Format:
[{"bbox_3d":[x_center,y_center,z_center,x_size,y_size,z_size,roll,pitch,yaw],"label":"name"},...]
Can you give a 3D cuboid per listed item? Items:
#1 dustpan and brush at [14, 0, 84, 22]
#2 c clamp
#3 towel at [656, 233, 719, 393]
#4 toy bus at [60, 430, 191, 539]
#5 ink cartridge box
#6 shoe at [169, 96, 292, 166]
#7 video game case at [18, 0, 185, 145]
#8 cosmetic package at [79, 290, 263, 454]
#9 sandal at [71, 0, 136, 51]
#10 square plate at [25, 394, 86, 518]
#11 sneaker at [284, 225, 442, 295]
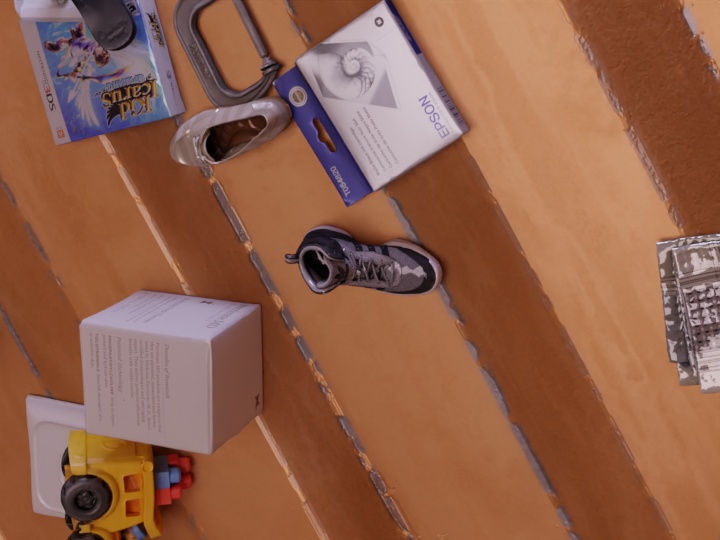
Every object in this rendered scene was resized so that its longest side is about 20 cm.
[{"bbox_3d":[-0.401,-0.439,1.762,0.139,0.057,0.202,5,77,26],"label":"dustpan and brush"},{"bbox_3d":[-0.166,-0.315,1.723,0.170,0.027,0.201,-18,97,25],"label":"c clamp"},{"bbox_3d":[0.460,0.048,1.568,0.199,0.035,0.194,-7,102,25],"label":"towel"},{"bbox_3d":[-0.342,0.337,1.922,0.190,0.136,0.202,-2,109,-13],"label":"toy bus"},{"bbox_3d":[0.005,-0.208,1.668,0.199,0.041,0.200,-32,92,23],"label":"ink cartridge box"},{"bbox_3d":[-0.183,-0.182,1.741,0.199,0.053,0.070,-17,110,32],"label":"shoe"},{"bbox_3d":[-0.356,-0.281,1.801,0.199,0.045,0.183,-10,102,24],"label":"video game case"},{"bbox_3d":[-0.257,0.136,1.813,0.198,0.167,0.168,6,107,20],"label":"cosmetic package"},{"bbox_3d":[-0.363,-0.377,1.704,0.076,0.043,0.200,-41,85,9],"label":"sandal"},{"bbox_3d":[-0.430,0.301,2.009,0.197,0.028,0.202,7,108,21],"label":"square plate"},{"bbox_3d":[0.000,0.000,1.697,0.199,0.114,0.076,15,111,18],"label":"sneaker"}]
